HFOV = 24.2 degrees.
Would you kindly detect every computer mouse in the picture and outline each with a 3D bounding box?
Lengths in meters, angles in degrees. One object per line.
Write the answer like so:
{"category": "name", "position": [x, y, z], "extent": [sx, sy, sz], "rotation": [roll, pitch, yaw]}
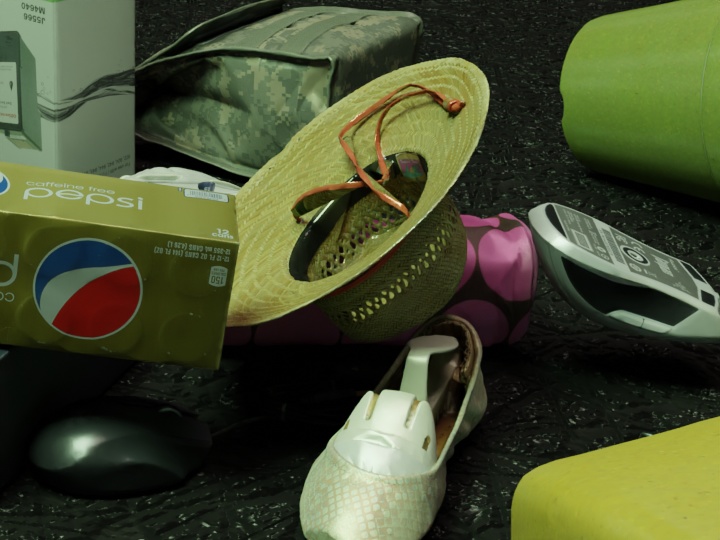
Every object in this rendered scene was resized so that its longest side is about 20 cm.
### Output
{"category": "computer mouse", "position": [0.175, 0.020, 0.970], "extent": [0.199, 0.044, 0.110], "rotation": [24, 23, -14]}
{"category": "computer mouse", "position": [-0.073, 0.073, 0.846], "extent": [0.199, 0.034, 0.058], "rotation": [-10, 25, -36]}

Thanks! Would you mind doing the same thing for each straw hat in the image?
{"category": "straw hat", "position": [0.010, -0.014, 0.886], "extent": [0.200, 0.085, 0.202], "rotation": [-29, 28, 17]}

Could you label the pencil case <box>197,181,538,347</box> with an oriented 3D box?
{"category": "pencil case", "position": [0.000, 0.000, 0.984], "extent": [0.198, 0.092, 0.094], "rotation": [4, 8, -10]}

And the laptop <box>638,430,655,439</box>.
{"category": "laptop", "position": [0.192, 0.157, 0.725], "extent": [0.186, 0.117, 0.200], "rotation": [20, -3, 33]}

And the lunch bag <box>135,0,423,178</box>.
{"category": "lunch bag", "position": [-0.071, -0.144, 1.293], "extent": [0.198, 0.119, 0.164], "rotation": [9, 21, 26]}

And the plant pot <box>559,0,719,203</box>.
{"category": "plant pot", "position": [0.259, -0.131, 1.275], "extent": [0.189, 0.202, 0.199], "rotation": [6, 17, 41]}

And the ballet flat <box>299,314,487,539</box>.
{"category": "ballet flat", "position": [0.018, 0.075, 0.821], "extent": [0.067, 0.063, 0.200], "rotation": [10, 22, 12]}

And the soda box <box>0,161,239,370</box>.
{"category": "soda box", "position": [-0.158, -0.008, 0.777], "extent": [0.198, 0.068, 0.064], "rotation": [8, 23, -9]}

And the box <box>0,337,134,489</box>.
{"category": "box", "position": [-0.208, 0.030, 0.861], "extent": [0.140, 0.080, 0.200], "rotation": [15, 23, 11]}

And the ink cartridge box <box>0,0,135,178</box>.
{"category": "ink cartridge box", "position": [-0.232, -0.149, 1.149], "extent": [0.145, 0.202, 0.084], "rotation": [17, 27, 30]}

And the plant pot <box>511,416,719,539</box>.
{"category": "plant pot", "position": [0.147, 0.136, 0.519], "extent": [0.194, 0.196, 0.200], "rotation": [-11, 20, -26]}

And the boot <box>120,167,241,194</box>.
{"category": "boot", "position": [-0.146, -0.026, 1.050], "extent": [0.199, 0.074, 0.095], "rotation": [0, 14, -35]}
